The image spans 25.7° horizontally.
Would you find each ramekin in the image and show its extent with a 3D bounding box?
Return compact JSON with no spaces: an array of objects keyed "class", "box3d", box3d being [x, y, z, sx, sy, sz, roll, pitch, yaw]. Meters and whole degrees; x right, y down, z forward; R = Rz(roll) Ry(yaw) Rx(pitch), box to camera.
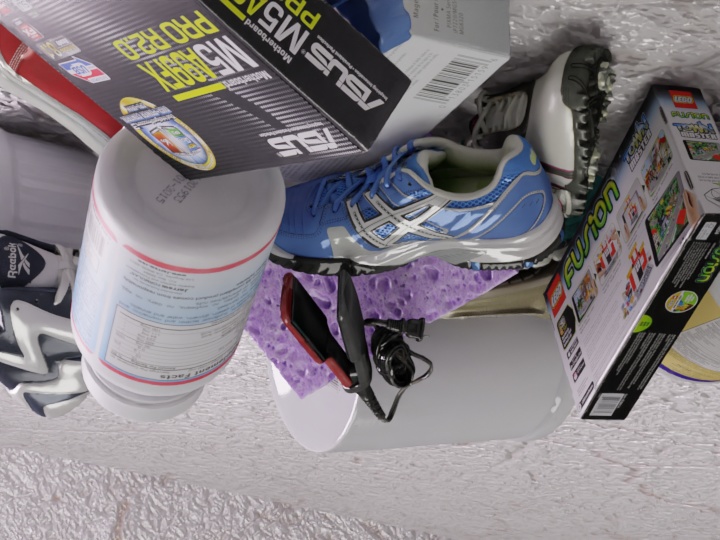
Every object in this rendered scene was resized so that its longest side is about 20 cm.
[{"class":"ramekin","box3d":[-0.258,-0.008,1.211,0.098,0.201,0.200,6,167,-25]}]

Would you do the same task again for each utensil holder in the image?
[{"class":"utensil holder","box3d":[0.047,0.056,1.240,0.200,0.170,0.170,-2,171,-29]}]

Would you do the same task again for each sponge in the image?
[{"class":"sponge","box3d":[0.000,0.000,1.080,0.200,0.030,0.112,-32,101,28]}]

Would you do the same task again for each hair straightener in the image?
[{"class":"hair straightener","box3d":[0.009,0.055,1.031,0.077,0.041,0.200,-4,150,13]}]

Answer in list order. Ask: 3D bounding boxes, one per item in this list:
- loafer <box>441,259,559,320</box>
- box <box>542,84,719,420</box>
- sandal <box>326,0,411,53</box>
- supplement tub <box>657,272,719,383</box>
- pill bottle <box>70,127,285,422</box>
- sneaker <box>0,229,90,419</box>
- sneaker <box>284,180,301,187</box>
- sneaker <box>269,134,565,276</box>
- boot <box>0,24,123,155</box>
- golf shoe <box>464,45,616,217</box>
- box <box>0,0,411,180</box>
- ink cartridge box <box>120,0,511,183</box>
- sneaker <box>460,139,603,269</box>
[{"class":"loafer","box3d":[0.123,0.005,1.160,0.200,0.076,0.068,-11,133,-13]},{"class":"box","box3d":[0.175,-0.007,0.997,0.035,0.110,0.200,3,139,-17]},{"class":"sandal","box3d":[-0.043,-0.157,0.768,0.200,0.087,0.079,8,166,7]},{"class":"supplement tub","box3d":[0.259,-0.010,1.032,0.145,0.146,0.200,12,164,-14]},{"class":"pill bottle","box3d":[-0.117,0.006,0.954,0.109,0.109,0.200,11,142,-10]},{"class":"sneaker","box3d":[-0.194,0.005,1.071,0.199,0.080,0.130,-34,129,20]},{"class":"sneaker","box3d":[-0.083,-0.060,1.123,0.200,0.077,0.082,8,149,47]},{"class":"sneaker","box3d":[0.022,-0.046,0.967,0.200,0.076,0.077,-5,133,13]},{"class":"boot","box3d":[-0.116,-0.119,0.979,0.144,0.073,0.200,-9,157,35]},{"class":"golf shoe","box3d":[0.108,-0.084,0.980,0.088,0.077,0.200,13,165,5]},{"class":"box","box3d":[-0.090,-0.114,0.763,0.160,0.044,0.200,41,160,-24]},{"class":"ink cartridge box","box3d":[-0.035,-0.113,0.922,0.173,0.044,0.200,10,156,-23]},{"class":"sneaker","box3d":[0.084,-0.049,1.104,0.200,0.078,0.080,-3,129,-11]}]
